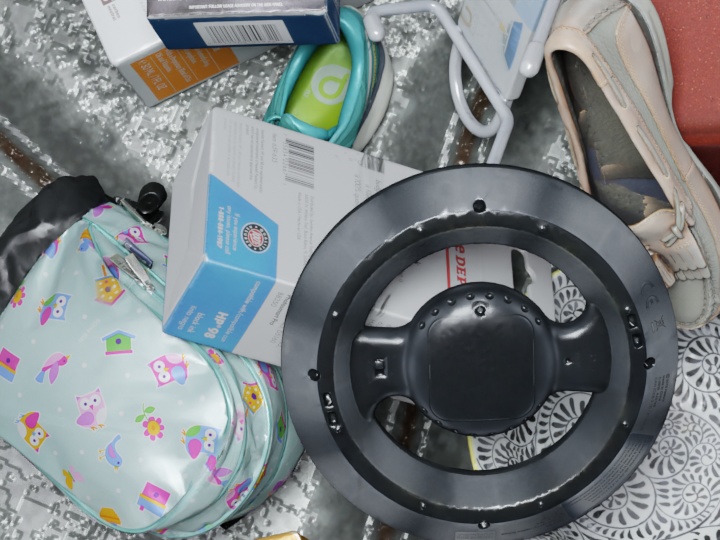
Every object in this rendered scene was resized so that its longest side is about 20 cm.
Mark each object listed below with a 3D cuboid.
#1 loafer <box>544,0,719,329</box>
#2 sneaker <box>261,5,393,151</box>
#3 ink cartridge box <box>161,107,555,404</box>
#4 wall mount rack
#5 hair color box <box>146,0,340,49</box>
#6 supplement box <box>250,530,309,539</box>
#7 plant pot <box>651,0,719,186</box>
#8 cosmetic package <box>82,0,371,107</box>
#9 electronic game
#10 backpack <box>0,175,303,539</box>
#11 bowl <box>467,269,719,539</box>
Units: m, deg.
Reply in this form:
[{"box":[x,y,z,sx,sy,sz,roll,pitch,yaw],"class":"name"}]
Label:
[{"box":[0.134,-0.048,1.103,0.072,0.063,0.200,-1,122,36],"class":"loafer"},{"box":[-0.041,-0.059,1.252,0.077,0.080,0.200,17,83,9],"class":"sneaker"},{"box":[0.000,0.000,1.168,0.200,0.067,0.116,17,44,-17],"class":"ink cartridge box"},{"box":[0.066,-0.126,1.165,0.075,0.200,0.174,-10,52,-24],"class":"wall mount rack"},{"box":[-0.062,-0.225,1.191,0.100,0.061,0.200,-1,78,6],"class":"hair color box"},{"box":[-0.118,0.199,1.222,0.200,0.067,0.069,-11,76,4],"class":"supplement box"},{"box":[0.210,-0.139,1.189,0.176,0.200,0.200,-11,78,17],"class":"plant pot"},{"box":[-0.058,-0.177,1.264,0.200,0.101,0.071,-26,78,2],"class":"cosmetic package"},{"box":[0.060,0.044,1.097,0.200,0.042,0.200,0,105,-1],"class":"electronic game"},{"box":[-0.128,0.062,1.198,0.200,0.127,0.167,39,108,17],"class":"backpack"},{"box":[0.163,0.094,1.185,0.201,0.094,0.201,-5,63,9],"class":"bowl"}]
